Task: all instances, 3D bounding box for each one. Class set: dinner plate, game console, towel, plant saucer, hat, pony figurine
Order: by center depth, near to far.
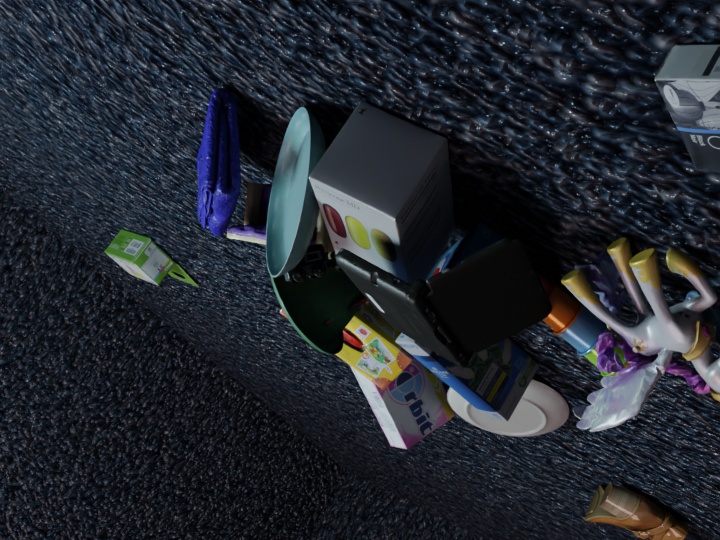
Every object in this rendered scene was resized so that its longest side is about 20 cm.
[{"bbox_3d":[0.292,0.068,0.900,0.201,0.166,0.193,53,152,-9],"label":"pony figurine"},{"bbox_3d":[0.096,0.017,0.999,0.175,0.117,0.200,29,168,32],"label":"game console"},{"bbox_3d":[-0.076,-0.090,1.063,0.027,0.202,0.200,10,169,-17],"label":"plant saucer"},{"bbox_3d":[0.000,0.000,1.202,0.167,0.175,0.200,62,-164,6],"label":"hat"},{"bbox_3d":[-0.196,-0.140,1.205,0.049,0.149,0.200,-2,168,-14],"label":"towel"},{"bbox_3d":[0.237,0.226,1.462,0.198,0.024,0.201,11,144,8],"label":"dinner plate"}]

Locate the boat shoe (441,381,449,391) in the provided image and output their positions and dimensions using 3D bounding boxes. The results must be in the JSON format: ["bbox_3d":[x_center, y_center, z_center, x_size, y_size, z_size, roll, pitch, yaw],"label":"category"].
[{"bbox_3d":[0.166,0.212,1.596,0.072,0.073,0.200,38,162,-15],"label":"boat shoe"}]

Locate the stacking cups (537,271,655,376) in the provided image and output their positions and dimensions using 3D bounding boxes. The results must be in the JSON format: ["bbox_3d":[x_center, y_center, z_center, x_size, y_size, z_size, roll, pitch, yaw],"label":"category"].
[{"bbox_3d":[0.263,0.067,1.076,0.199,0.061,0.061,39,163,-2],"label":"stacking cups"}]

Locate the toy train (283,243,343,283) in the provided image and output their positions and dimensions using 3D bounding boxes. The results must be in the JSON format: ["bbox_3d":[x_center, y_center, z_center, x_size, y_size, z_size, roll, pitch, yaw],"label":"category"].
[{"bbox_3d":[-0.007,-0.026,1.150,0.034,0.198,0.046,-15,89,66],"label":"toy train"}]

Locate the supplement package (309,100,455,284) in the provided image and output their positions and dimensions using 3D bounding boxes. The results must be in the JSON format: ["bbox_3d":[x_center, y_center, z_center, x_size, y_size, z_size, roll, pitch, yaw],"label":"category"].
[{"bbox_3d":[0.030,-0.074,1.014,0.113,0.110,0.200,27,161,20],"label":"supplement package"}]

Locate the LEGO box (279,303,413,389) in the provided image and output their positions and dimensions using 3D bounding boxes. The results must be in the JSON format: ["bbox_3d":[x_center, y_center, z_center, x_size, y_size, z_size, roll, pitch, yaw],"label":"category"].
[{"bbox_3d":[-0.012,0.065,1.389,0.199,0.077,0.149,37,-155,-11],"label":"LEGO box"}]

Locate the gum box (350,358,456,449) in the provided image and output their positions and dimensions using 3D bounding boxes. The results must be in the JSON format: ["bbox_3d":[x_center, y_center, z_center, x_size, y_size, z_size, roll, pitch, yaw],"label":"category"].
[{"bbox_3d":[0.070,0.195,1.530,0.201,0.113,0.066,64,157,-7],"label":"gum box"}]

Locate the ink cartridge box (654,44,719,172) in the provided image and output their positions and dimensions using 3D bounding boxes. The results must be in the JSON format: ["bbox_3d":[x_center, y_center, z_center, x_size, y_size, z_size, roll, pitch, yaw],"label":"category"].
[{"bbox_3d":[0.299,-0.100,0.582,0.199,0.039,0.100,13,152,48],"label":"ink cartridge box"}]

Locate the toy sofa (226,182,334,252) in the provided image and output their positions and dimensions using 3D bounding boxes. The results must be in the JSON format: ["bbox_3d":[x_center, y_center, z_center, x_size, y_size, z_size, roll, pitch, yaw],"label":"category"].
[{"bbox_3d":[-0.096,-0.075,1.228,0.097,0.084,0.199,3,-175,-37],"label":"toy sofa"}]

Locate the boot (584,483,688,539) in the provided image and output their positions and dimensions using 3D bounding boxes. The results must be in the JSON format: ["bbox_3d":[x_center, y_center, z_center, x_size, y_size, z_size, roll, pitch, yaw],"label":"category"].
[{"bbox_3d":[0.507,0.457,1.664,0.154,0.077,0.200,27,155,9],"label":"boot"}]

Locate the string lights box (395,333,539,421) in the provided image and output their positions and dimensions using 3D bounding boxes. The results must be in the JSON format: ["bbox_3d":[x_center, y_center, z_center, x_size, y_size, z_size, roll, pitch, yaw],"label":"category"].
[{"bbox_3d":[0.158,0.121,1.319,0.200,0.103,0.059,40,162,-20],"label":"string lights box"}]

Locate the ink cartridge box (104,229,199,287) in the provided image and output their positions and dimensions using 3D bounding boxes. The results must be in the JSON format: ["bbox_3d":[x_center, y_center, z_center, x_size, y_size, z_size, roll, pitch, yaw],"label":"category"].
[{"bbox_3d":[-0.520,-0.004,2.256,0.147,0.076,0.200,15,154,46],"label":"ink cartridge box"}]

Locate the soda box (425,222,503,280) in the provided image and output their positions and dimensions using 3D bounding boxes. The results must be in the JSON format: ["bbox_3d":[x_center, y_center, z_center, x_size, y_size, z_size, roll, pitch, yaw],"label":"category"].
[{"bbox_3d":[0.131,0.008,1.133,0.068,0.064,0.200,34,162,-2],"label":"soda box"}]
